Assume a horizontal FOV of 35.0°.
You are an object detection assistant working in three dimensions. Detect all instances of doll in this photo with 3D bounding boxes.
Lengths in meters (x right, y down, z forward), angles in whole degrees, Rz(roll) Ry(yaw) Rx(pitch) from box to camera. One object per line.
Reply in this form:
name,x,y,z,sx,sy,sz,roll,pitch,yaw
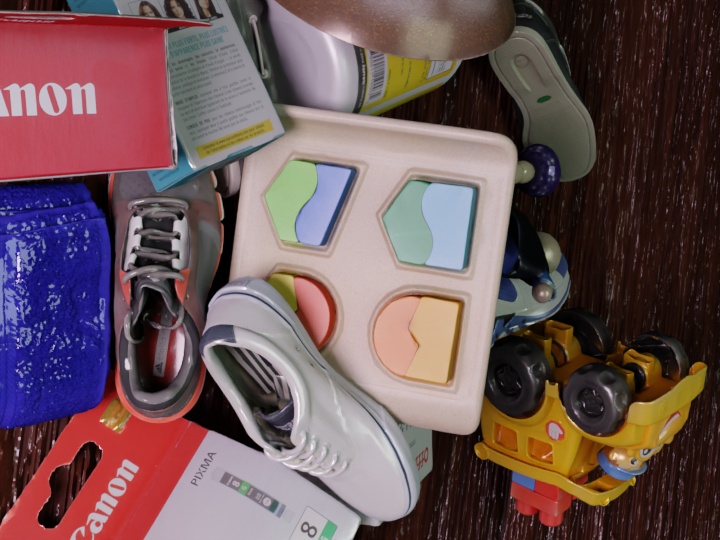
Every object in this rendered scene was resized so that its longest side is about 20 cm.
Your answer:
doll,0.109,-0.030,0.920,0.199,0.048,0.137,15,43,-53

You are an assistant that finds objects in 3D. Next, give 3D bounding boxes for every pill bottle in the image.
pill bottle,0.009,-0.177,0.860,0.199,0.112,0.114,-30,115,-43

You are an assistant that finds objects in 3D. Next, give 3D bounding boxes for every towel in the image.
towel,-0.231,0.027,0.659,0.199,0.049,0.150,-9,99,-47

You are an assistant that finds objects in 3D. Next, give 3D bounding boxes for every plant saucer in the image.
plant saucer,0.019,-0.216,0.792,0.200,0.200,0.037,-30,151,-42

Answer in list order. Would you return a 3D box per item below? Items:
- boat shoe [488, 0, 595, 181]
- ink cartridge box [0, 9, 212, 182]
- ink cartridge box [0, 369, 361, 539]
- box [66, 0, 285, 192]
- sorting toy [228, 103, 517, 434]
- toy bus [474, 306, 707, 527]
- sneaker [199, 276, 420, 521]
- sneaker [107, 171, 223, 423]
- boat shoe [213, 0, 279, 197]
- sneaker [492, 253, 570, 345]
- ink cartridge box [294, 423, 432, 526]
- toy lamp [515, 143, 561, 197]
boat shoe,0.178,-0.167,1.085,0.068,0.071,0.201,-82,150,-42
ink cartridge box,-0.200,-0.087,0.590,0.199,0.174,0.085,-11,102,-46
ink cartridge box,-0.118,0.176,0.731,0.199,0.050,0.162,36,63,-12
box,-0.128,-0.158,0.711,0.082,0.049,0.202,-28,95,-42
sorting toy,0.000,0.000,0.754,0.036,0.183,0.203,-29,127,-75
toy bus,0.201,0.149,1.051,0.135,0.199,0.194,-17,113,-45
sneaker,-0.037,0.099,0.734,0.200,0.073,0.071,49,34,-16
sneaker,-0.123,-0.004,0.725,0.076,0.082,0.203,-3,86,-8
boat shoe,-0.089,-0.152,0.786,0.057,0.067,0.202,-20,115,-34
sneaker,0.112,-0.003,1.015,0.199,0.080,0.116,-29,117,-41
ink cartridge box,-0.003,0.073,0.860,0.144,0.083,0.203,-21,111,-69
toy lamp,0.105,-0.086,1.019,0.199,0.058,0.059,-11,102,-49
